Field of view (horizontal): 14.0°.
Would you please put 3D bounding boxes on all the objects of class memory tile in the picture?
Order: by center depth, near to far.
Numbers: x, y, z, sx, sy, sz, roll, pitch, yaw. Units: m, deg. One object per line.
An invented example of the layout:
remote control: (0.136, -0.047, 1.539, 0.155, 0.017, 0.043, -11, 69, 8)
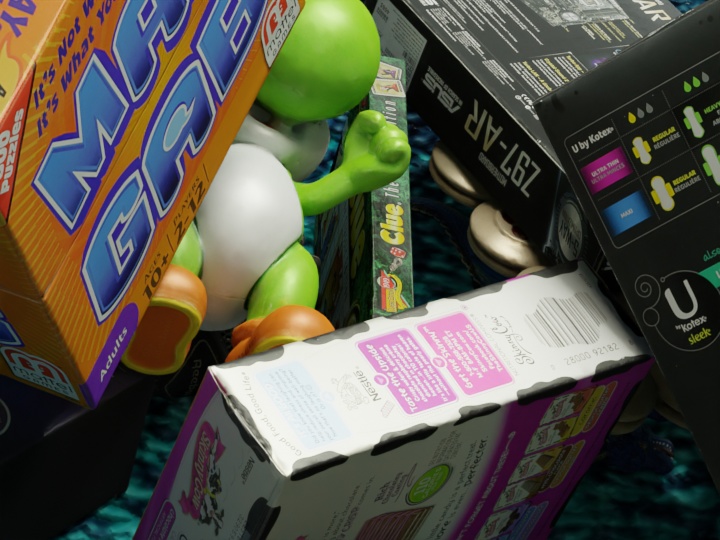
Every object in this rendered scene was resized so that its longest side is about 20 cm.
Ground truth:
memory tile: (0.126, 0.002, 1.363, 0.153, 0.017, 0.200, 2, 40, -28)

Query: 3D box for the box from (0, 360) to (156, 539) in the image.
box: (-0.207, 0.040, 1.226, 0.200, 0.079, 0.141, 35, 43, 21)

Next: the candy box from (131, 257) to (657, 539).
candy box: (0.011, 0.079, 1.209, 0.199, 0.137, 0.061, -16, 56, -37)

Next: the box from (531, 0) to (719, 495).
box: (0.189, -0.015, 1.235, 0.148, 0.124, 0.201, -13, 76, -61)

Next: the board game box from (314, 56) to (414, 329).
board game box: (0.000, 0.000, 1.336, 0.023, 0.105, 0.200, 14, 36, -11)

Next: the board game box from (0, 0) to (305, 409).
board game box: (-0.162, -0.103, 1.117, 0.199, 0.200, 0.200, 19, 67, 17)

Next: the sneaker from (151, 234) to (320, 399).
sneaker: (-0.087, -0.019, 1.352, 0.114, 0.076, 0.200, 3, 42, -21)

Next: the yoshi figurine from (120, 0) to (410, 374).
yoshi figurine: (-0.040, -0.049, 1.238, 0.111, 0.113, 0.201, -10, 45, 21)

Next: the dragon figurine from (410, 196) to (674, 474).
dragon figurine: (0.075, 0.019, 1.378, 0.199, 0.059, 0.099, 31, 36, 12)

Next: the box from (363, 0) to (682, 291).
box: (0.114, -0.077, 1.406, 0.160, 0.044, 0.200, -10, 45, -38)
